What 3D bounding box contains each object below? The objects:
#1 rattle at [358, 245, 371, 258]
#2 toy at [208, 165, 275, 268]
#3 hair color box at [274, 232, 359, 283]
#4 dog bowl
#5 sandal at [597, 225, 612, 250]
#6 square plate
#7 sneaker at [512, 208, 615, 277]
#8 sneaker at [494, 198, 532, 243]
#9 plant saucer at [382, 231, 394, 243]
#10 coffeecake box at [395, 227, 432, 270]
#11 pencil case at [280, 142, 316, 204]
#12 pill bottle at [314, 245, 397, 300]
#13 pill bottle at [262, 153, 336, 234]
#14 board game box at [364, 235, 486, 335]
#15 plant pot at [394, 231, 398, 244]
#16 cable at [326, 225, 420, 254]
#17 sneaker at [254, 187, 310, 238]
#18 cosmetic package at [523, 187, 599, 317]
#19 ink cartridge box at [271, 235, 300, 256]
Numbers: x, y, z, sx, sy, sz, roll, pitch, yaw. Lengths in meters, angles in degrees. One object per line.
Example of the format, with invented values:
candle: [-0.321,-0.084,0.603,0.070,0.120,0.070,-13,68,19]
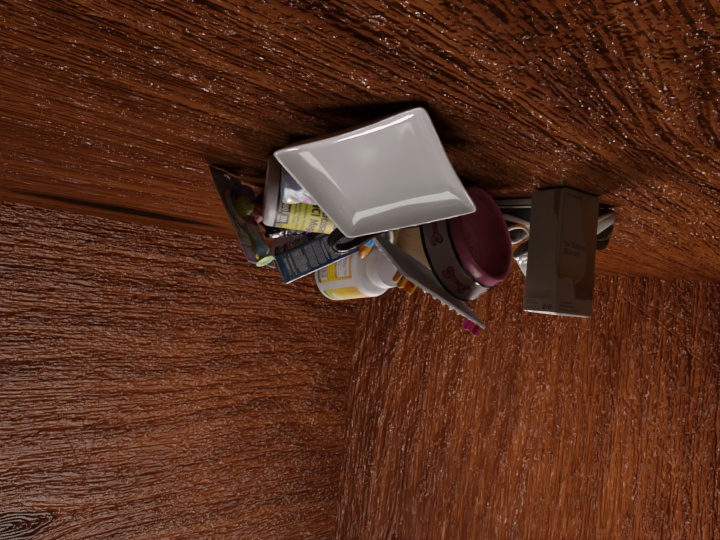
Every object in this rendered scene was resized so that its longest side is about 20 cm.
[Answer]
rattle: [0.104,-0.086,1.071,0.196,0.147,0.130,14,156,-26]
toy: [-0.210,-0.108,1.089,0.046,0.204,0.115,-25,167,14]
hair color box: [-0.072,-0.050,1.139,0.196,0.062,0.100,-24,-166,-3]
dog bowl: [0.189,-0.055,0.984,0.073,0.206,0.197,-20,161,41]
sandal: [0.450,-0.081,1.171,0.196,0.082,0.054,2,-158,-41]
square plate: [0.024,-0.117,0.712,0.195,0.029,0.198,-10,147,26]
sneaker: [0.388,-0.048,1.072,0.197,0.081,0.071,-30,-169,12]
sneaker: [0.264,-0.095,1.108,0.077,0.082,0.197,6,180,-40]
plant saucer: [-0.016,-0.106,1.252,0.195,0.051,0.203,14,141,11]
coffeecake box: [0.195,-0.058,1.171,0.197,0.075,0.152,-9,-151,-41]
pencil case: [-0.019,-0.128,0.814,0.194,0.092,0.084,4,-142,2]
pill bottle: [0.000,0.000,1.208,0.111,0.116,0.198,7,169,-38]
pill bottle: [-0.057,-0.118,0.927,0.194,0.116,0.112,6,178,-13]
board game box: [0.099,0.015,0.967,0.198,0.026,0.200,32,-169,-31]
plant pot: [0.012,-0.058,1.394,0.194,0.190,0.200,5,178,0]
cable: [0.040,-0.085,0.901,0.197,0.051,0.097,-30,143,6]
sneaker: [-0.157,-0.097,1.216,0.196,0.100,0.071,23,138,17]
cosmetic package: [0.339,-0.028,0.962,0.103,0.206,0.070,6,177,-34]
ink cartridge box: [-0.144,-0.096,1.390,0.081,0.150,0.199,8,177,-28]
